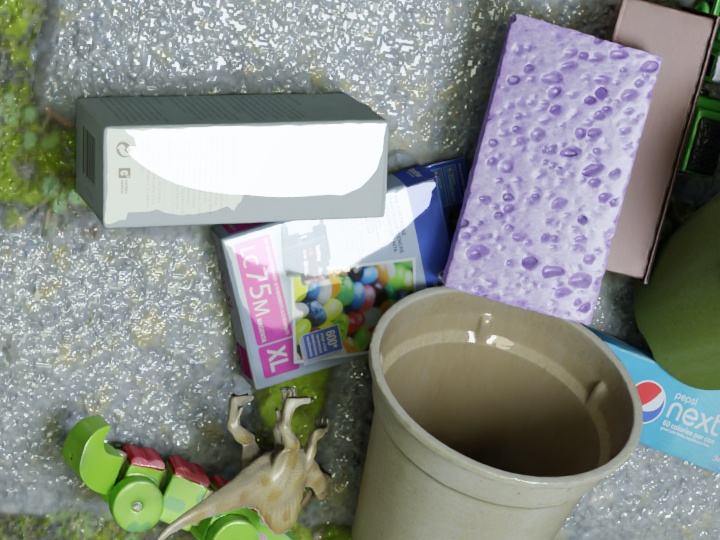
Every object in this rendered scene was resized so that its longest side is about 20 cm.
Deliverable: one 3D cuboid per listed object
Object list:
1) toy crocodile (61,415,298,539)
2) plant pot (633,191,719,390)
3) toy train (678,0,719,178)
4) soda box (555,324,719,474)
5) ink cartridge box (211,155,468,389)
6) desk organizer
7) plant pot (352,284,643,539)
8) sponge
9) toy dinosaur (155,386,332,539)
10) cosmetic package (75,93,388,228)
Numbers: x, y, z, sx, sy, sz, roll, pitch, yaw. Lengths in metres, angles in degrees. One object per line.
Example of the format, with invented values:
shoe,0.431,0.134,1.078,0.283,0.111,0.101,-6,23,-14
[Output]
toy crocodile,-0.126,0.163,1.633,0.199,0.067,0.062,25,96,-23
plant pot,0.298,0.006,1.638,0.199,0.190,0.202,8,72,-26
toy train,0.266,-0.165,1.681,0.041,0.056,0.202,10,102,-21
soda box,0.232,0.102,1.737,0.199,0.068,0.065,22,96,-23
ink cartridge box,0.000,0.000,1.648,0.199,0.042,0.120,-18,110,-15
desk organizer,0.191,-0.101,1.666,0.076,0.072,0.202,12,99,-16
plant pot,0.080,0.145,1.628,0.199,0.201,0.184,3,129,-19
sponge,0.135,-0.071,1.614,0.111,0.030,0.202,14,98,-4
toy dinosaur,-0.064,0.138,1.599,0.199,0.058,0.102,-8,99,-57
cosmetic package,-0.090,-0.078,1.562,0.198,0.101,0.072,-3,106,-17
